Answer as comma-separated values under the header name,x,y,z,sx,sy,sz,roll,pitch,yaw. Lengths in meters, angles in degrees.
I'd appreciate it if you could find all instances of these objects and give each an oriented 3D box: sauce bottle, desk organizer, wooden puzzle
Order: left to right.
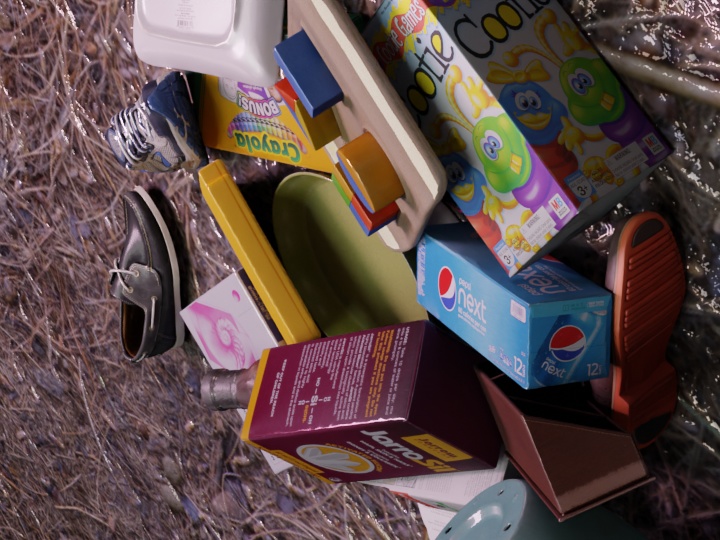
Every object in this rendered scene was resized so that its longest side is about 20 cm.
name,x,y,z,sx,sy,sz,roll,pitch,yaw
sauce bottle,-0.061,0.110,1.501,0.199,0.066,0.067,-6,111,37
wooden puzzle,-0.013,-0.103,1.173,0.186,0.046,0.200,59,169,6
desk organizer,0.140,0.107,1.155,0.200,0.071,0.078,-131,18,-81

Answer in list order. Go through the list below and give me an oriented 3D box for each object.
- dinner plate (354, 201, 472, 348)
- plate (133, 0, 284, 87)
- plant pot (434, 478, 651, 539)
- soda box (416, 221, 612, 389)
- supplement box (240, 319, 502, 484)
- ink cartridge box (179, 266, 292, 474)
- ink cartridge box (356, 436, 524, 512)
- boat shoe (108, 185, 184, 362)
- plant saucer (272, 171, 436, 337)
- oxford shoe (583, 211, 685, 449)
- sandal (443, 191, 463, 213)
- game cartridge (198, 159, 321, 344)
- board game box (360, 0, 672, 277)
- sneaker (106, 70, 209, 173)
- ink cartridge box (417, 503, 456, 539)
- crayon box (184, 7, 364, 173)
name,x,y,z,sx,sy,sz,roll,pitch,yaw
dinner plate,0.039,0.011,1.377,0.200,0.024,0.202,34,139,36
plate,-0.131,-0.262,1.325,0.199,0.032,0.202,17,106,46
plant pot,0.134,0.252,1.189,0.161,0.201,0.200,43,149,-11
soda box,0.108,0.020,1.181,0.200,0.067,0.065,-139,46,-63
supplement box,0.012,0.111,1.305,0.110,0.086,0.199,31,151,-35
ink cartridge box,-0.106,0.107,1.628,0.197,0.043,0.200,59,146,2
ink cartridge box,0.076,0.145,1.352,0.050,0.110,0.199,26,165,-34
boat shoe,-0.231,0.007,1.692,0.072,0.067,0.202,40,141,45
plant saucer,0.000,0.000,1.360,0.200,0.031,0.201,37,146,31
oxford shoe,0.185,0.038,1.160,0.072,0.071,0.201,34,140,41
sandal,0.074,-0.078,1.240,0.199,0.045,0.076,31,137,37
game cartridge,-0.090,-0.009,1.446,0.177,0.032,0.200,60,174,1
board game box,0.102,-0.118,1.119,0.201,0.105,0.103,54,146,9
sneaker,-0.186,-0.120,1.445,0.200,0.084,0.078,93,162,-81
ink cartridge box,0.132,0.229,1.400,0.199,0.043,0.175,8,121,50
crayon box,-0.069,-0.158,1.359,0.199,0.058,0.120,15,126,47
